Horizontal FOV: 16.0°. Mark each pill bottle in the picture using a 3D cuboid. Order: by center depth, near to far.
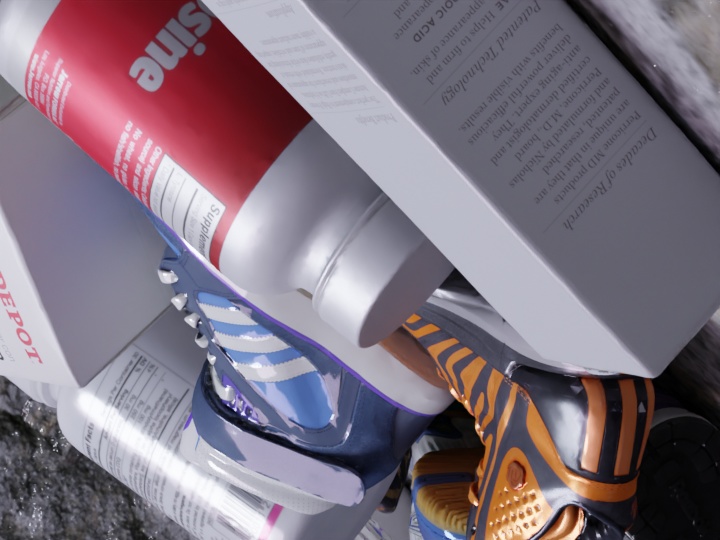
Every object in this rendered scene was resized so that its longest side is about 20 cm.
[{"bbox_3d":[-0.046,-0.064,1.048,0.200,0.112,0.112,41,169,13],"label":"pill bottle"},{"bbox_3d":[-0.085,0.069,1.330,0.200,0.113,0.113,34,167,18],"label":"pill bottle"}]

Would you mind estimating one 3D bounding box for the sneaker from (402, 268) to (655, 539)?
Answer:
[{"bbox_3d":[0.057,0.061,1.092,0.077,0.112,0.200,1,-168,-21],"label":"sneaker"}]

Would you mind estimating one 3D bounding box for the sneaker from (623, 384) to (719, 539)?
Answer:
[{"bbox_3d":[0.144,0.112,1.171,0.088,0.076,0.200,45,166,48],"label":"sneaker"}]

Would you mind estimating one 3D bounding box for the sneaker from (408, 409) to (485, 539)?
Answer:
[{"bbox_3d":[0.060,0.125,1.224,0.075,0.088,0.200,1,-173,1],"label":"sneaker"}]

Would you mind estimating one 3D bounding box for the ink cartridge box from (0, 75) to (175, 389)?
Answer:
[{"bbox_3d":[-0.187,-0.050,1.255,0.200,0.145,0.148,7,129,38],"label":"ink cartridge box"}]

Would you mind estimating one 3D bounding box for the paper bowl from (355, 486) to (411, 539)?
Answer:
[{"bbox_3d":[-0.029,0.180,1.904,0.201,0.104,0.201,42,169,11],"label":"paper bowl"}]

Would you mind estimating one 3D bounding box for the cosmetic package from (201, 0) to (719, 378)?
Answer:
[{"bbox_3d":[0.039,-0.057,0.880,0.200,0.074,0.102,45,169,-15],"label":"cosmetic package"}]

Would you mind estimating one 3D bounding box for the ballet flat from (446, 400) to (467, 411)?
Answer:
[{"bbox_3d":[0.000,0.000,1.280,0.200,0.067,0.064,45,-160,-38],"label":"ballet flat"}]

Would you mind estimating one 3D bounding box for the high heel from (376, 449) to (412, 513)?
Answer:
[{"bbox_3d":[-0.040,0.039,1.399,0.143,0.071,0.200,47,-167,-40],"label":"high heel"}]

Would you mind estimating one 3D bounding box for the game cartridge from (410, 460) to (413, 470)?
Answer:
[{"bbox_3d":[0.055,0.098,1.487,0.133,0.041,0.200,54,165,-29],"label":"game cartridge"}]

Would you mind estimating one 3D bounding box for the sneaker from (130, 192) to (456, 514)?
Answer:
[{"bbox_3d":[-0.063,0.035,1.195,0.200,0.146,0.081,39,-147,-12],"label":"sneaker"}]
